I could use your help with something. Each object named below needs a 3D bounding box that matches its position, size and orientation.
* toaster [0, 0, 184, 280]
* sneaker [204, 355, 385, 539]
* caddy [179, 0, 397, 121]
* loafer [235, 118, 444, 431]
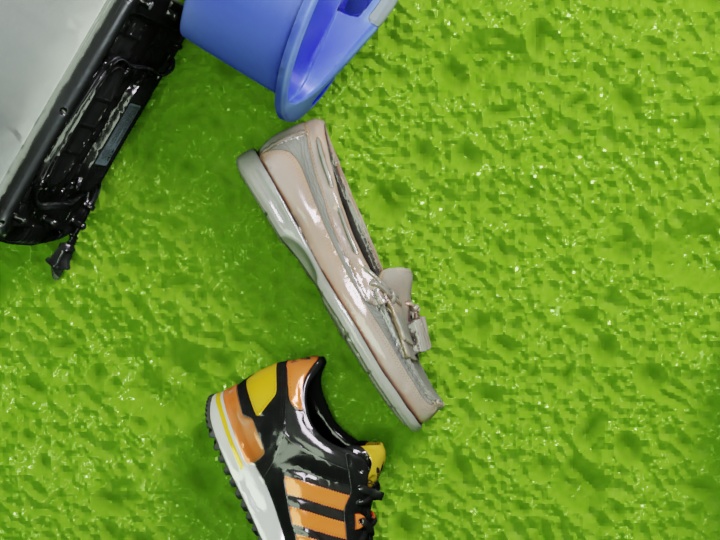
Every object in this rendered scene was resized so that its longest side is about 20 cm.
[{"bbox_3d":[-0.199,-0.107,1.624,0.118,0.181,0.200,31,94,8],"label":"toaster"},{"bbox_3d":[-0.015,0.147,1.660,0.090,0.070,0.201,-29,86,11],"label":"sneaker"},{"bbox_3d":[-0.021,-0.188,1.616,0.105,0.141,0.201,25,96,11],"label":"caddy"},{"bbox_3d":[0.000,0.000,1.657,0.063,0.072,0.200,-33,85,0],"label":"loafer"}]
